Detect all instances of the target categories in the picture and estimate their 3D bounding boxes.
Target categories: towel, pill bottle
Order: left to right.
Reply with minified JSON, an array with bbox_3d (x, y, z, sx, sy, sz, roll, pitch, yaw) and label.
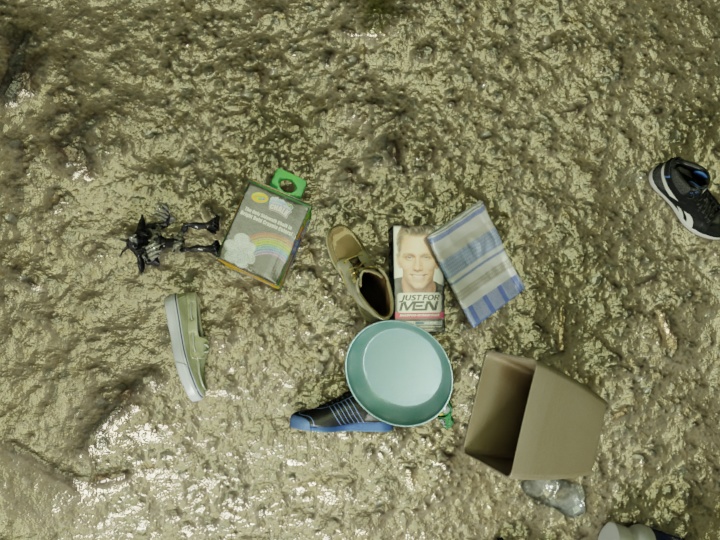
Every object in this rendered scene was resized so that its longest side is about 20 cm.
[{"bbox_3d":[0.221,-0.014,1.349,0.146,0.024,0.202,-31,99,-23],"label":"towel"},{"bbox_3d":[0.548,0.540,1.324,0.198,0.111,0.112,20,84,-3],"label":"pill bottle"}]

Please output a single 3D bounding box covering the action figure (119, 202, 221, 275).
[{"bbox_3d":[-0.355,-0.062,1.297,0.197,0.102,0.120,-5,68,2],"label":"action figure"}]

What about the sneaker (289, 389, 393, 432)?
[{"bbox_3d":[-0.033,0.258,1.323,0.197,0.070,0.079,2,83,-11],"label":"sneaker"}]

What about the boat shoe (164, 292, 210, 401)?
[{"bbox_3d":[-0.308,0.136,1.305,0.061,0.072,0.202,-15,84,-3],"label":"boat shoe"}]

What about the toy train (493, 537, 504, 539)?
[{"bbox_3d":[0.343,0.545,1.339,0.198,0.046,0.035,18,84,-3],"label":"toy train"}]

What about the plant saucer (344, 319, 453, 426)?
[{"bbox_3d":[0.070,0.177,1.262,0.198,0.036,0.203,6,108,18],"label":"plant saucer"}]

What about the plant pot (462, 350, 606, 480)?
[{"bbox_3d":[0.324,0.271,1.295,0.175,0.200,0.202,16,85,-15],"label":"plant pot"}]

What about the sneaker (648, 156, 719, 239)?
[{"bbox_3d":[0.659,-0.136,1.383,0.200,0.112,0.073,41,85,-1],"label":"sneaker"}]

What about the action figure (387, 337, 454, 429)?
[{"bbox_3d":[0.113,0.213,1.325,0.055,0.118,0.201,-41,100,-20],"label":"action figure"}]

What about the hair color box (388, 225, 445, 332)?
[{"bbox_3d":[0.106,0.017,1.353,0.099,0.061,0.203,-1,85,-5],"label":"hair color box"}]

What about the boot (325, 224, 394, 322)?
[{"bbox_3d":[0.000,0.000,1.298,0.071,0.155,0.202,-25,88,-6],"label":"boot"}]

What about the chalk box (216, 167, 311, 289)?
[{"bbox_3d":[-0.164,-0.083,1.309,0.123,0.124,0.202,24,83,-1],"label":"chalk box"}]
